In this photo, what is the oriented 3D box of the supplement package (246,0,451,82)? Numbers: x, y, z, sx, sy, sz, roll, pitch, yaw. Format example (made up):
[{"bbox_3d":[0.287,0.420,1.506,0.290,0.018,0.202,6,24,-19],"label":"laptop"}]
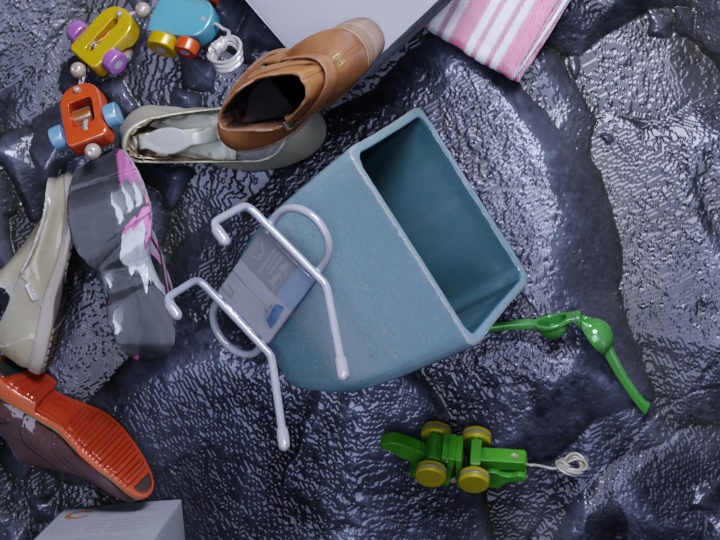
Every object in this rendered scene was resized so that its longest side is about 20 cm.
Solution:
[{"bbox_3d":[-0.021,-0.286,1.313,0.200,0.111,0.156,49,125,-3],"label":"supplement package"}]

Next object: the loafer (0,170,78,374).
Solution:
[{"bbox_3d":[-0.311,0.000,1.405,0.068,0.076,0.201,13,97,-4],"label":"loafer"}]

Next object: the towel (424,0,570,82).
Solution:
[{"bbox_3d":[0.102,-0.288,1.378,0.200,0.030,0.147,32,97,2],"label":"towel"}]

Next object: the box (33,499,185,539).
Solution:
[{"bbox_3d":[-0.239,0.289,1.366,0.124,0.200,0.098,-5,96,4],"label":"box"}]

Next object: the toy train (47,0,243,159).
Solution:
[{"bbox_3d":[-0.201,-0.184,1.371,0.199,0.056,0.151,-24,63,6],"label":"toy train"}]

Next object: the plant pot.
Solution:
[{"bbox_3d":[0.000,0.000,1.333,0.200,0.196,0.196,-31,94,26],"label":"plant pot"}]

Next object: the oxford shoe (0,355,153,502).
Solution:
[{"bbox_3d":[-0.290,0.168,1.432,0.200,0.071,0.073,38,114,6],"label":"oxford shoe"}]

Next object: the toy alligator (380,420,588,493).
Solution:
[{"bbox_3d":[0.117,0.190,1.413,0.199,0.059,0.054,8,138,1],"label":"toy alligator"}]

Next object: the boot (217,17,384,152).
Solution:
[{"bbox_3d":[-0.078,-0.139,1.251,0.199,0.155,0.077,-23,103,33],"label":"boot"}]

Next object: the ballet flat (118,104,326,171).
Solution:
[{"bbox_3d":[-0.133,-0.126,1.387,0.199,0.069,0.070,-3,96,3],"label":"ballet flat"}]

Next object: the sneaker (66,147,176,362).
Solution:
[{"bbox_3d":[-0.224,-0.015,1.391,0.080,0.086,0.201,-10,97,0],"label":"sneaker"}]

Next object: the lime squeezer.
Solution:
[{"bbox_3d":[0.196,0.068,1.409,0.199,0.038,0.071,21,128,0],"label":"lime squeezer"}]

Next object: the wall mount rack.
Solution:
[{"bbox_3d":[-0.078,0.045,1.244,0.174,0.075,0.200,46,135,8],"label":"wall mount rack"}]
